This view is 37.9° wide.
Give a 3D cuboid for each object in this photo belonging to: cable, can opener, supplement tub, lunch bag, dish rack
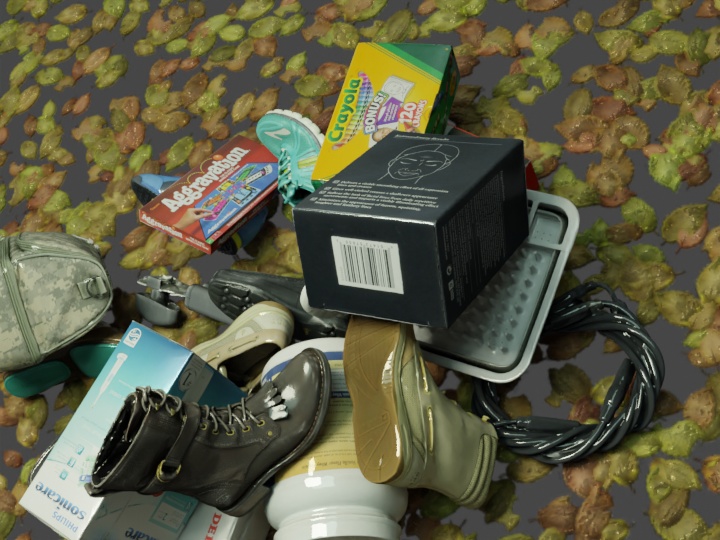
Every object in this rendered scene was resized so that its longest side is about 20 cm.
[{"bbox_3d":[0.203,0.115,1.060,0.199,0.051,0.164,-32,64,9],"label":"cable"},{"bbox_3d":[-0.186,0.050,1.250,0.199,0.053,0.067,19,103,28],"label":"can opener"},{"bbox_3d":[-0.027,0.184,1.047,0.143,0.145,0.201,-13,58,14],"label":"supplement tub"},{"bbox_3d":[-0.379,0.024,1.239,0.167,0.140,0.200,-16,12,-15],"label":"lunch bag"},{"bbox_3d":[0.127,0.011,1.082,0.171,0.044,0.201,15,77,30],"label":"dish rack"}]

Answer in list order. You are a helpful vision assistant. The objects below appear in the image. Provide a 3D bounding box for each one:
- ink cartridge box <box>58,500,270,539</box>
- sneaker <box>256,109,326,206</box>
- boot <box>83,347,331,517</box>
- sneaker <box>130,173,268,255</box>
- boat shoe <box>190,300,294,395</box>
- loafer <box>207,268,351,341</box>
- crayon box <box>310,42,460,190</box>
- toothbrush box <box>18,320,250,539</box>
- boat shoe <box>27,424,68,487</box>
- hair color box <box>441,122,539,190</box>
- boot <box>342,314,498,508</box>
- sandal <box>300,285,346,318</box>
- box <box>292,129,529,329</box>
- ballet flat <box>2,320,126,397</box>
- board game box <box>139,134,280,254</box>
[{"bbox_3d":[-0.196,0.247,1.114,0.199,0.084,0.146,11,68,26],"label":"ink cartridge box"},{"bbox_3d":[-0.067,-0.117,1.245,0.079,0.078,0.200,-29,61,-25],"label":"sneaker"},{"bbox_3d":[-0.132,0.136,0.937,0.201,0.174,0.069,-57,43,5],"label":"boot"},{"bbox_3d":[-0.201,-0.086,1.318,0.199,0.066,0.079,24,59,30],"label":"sneaker"},{"bbox_3d":[-0.147,0.114,1.139,0.200,0.072,0.065,-40,29,26],"label":"boat shoe"},{"bbox_3d":[-0.070,0.039,1.166,0.199,0.068,0.071,18,44,0],"label":"loafer"},{"bbox_3d":[0.031,-0.164,1.192,0.118,0.058,0.201,6,63,21],"label":"crayon box"},{"bbox_3d":[-0.210,0.174,1.019,0.085,0.147,0.201,23,74,30],"label":"toothbrush box"},{"bbox_3d":[-0.315,0.181,1.209,0.200,0.063,0.073,-43,57,-5],"label":"boat shoe"},{"bbox_3d":[0.095,-0.111,1.213,0.199,0.061,0.102,28,76,31],"label":"hair color box"},{"bbox_3d":[0.062,0.121,1.014,0.073,0.155,0.201,-29,51,34],"label":"boot"},{"bbox_3d":[-0.004,0.005,1.120,0.050,0.202,0.083,49,118,22],"label":"sandal"},{"bbox_3d":[0.054,-0.046,0.994,0.148,0.108,0.200,8,31,30],"label":"box"},{"bbox_3d":[-0.340,0.099,1.273,0.199,0.068,0.073,-17,38,16],"label":"ballet flat"},{"bbox_3d":[-0.163,-0.096,1.263,0.102,0.020,0.200,23,43,19],"label":"board game box"}]
